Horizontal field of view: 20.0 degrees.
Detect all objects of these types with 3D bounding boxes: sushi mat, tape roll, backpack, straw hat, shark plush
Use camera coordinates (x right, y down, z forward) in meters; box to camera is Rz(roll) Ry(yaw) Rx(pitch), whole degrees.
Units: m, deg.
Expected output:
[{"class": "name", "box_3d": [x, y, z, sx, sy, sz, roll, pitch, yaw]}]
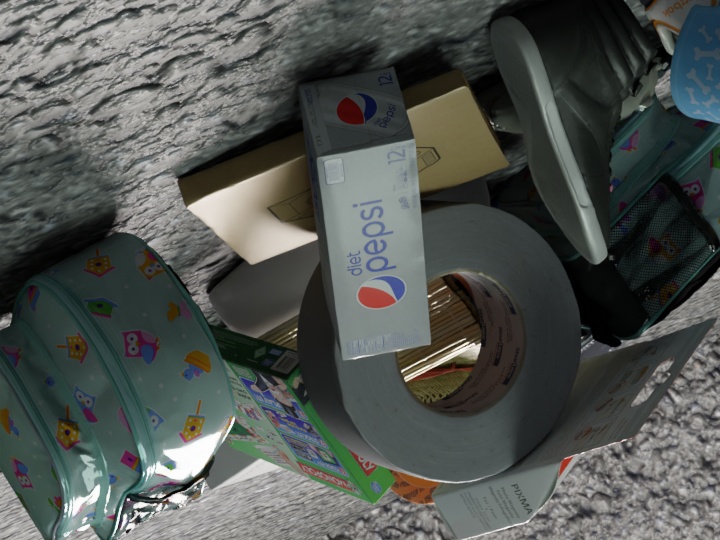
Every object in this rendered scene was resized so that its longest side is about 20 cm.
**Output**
[{"class": "sushi mat", "box_3d": [-0.001, 0.057, 1.564, 0.200, 0.096, 0.012, -30, -159, 33]}, {"class": "tape roll", "box_3d": [0.058, 0.050, 1.469, 0.200, 0.201, 0.066, -21, -168, -24]}, {"class": "backpack", "box_3d": [0.217, -0.055, 1.574, 0.200, 0.153, 0.176, -34, -172, -12]}, {"class": "straw hat", "box_3d": [0.063, 0.099, 1.648, 0.201, 0.085, 0.201, -5, 175, 0]}, {"class": "shark plush", "box_3d": [0.165, -0.145, 1.472, 0.200, 0.091, 0.083, -35, -160, -35]}, {"class": "backpack", "box_3d": [-0.175, 0.079, 1.364, 0.153, 0.176, 0.200, -23, 164, -34]}]

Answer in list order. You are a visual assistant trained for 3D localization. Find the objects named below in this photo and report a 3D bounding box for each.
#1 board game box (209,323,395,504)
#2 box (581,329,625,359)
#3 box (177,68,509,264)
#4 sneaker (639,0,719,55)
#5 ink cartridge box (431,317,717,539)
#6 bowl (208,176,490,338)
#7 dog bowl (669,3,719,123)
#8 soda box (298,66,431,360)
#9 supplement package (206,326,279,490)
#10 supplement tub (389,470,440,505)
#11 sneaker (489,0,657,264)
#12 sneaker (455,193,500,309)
[{"class": "board game box", "box_3d": [-0.072, 0.103, 1.570, 0.029, 0.135, 0.200, -47, -148, -21]}, {"class": "box", "box_3d": [0.232, -0.010, 1.878, 0.197, 0.117, 0.200, -40, 167, 2]}, {"class": "box", "box_3d": [-0.008, -0.066, 1.377, 0.200, 0.021, 0.163, -21, 162, 8]}, {"class": "sneaker", "box_3d": [0.231, -0.180, 1.353, 0.078, 0.080, 0.200, -34, 167, 27]}, {"class": "ink cartridge box", "box_3d": [0.166, 0.118, 1.515, 0.200, 0.057, 0.163, -17, -159, 41]}, {"class": "bowl", "box_3d": [0.000, 0.000, 1.632, 0.199, 0.075, 0.200, -12, 163, -46]}, {"class": "dog bowl", "box_3d": [0.266, -0.176, 1.262, 0.111, 0.050, 0.200, 13, 106, -53]}, {"class": "soda box", "box_3d": [0.004, -0.033, 1.307, 0.063, 0.068, 0.200, -11, 140, -4]}, {"class": "supplement package", "box_3d": [-0.055, 0.104, 1.839, 0.200, 0.118, 0.117, -14, 165, -43]}, {"class": "supplement tub", "box_3d": [0.102, 0.138, 1.805, 0.122, 0.123, 0.200, -34, 168, 33]}, {"class": "sneaker", "box_3d": [0.160, -0.099, 1.359, 0.099, 0.200, 0.071, -29, -147, -13]}, {"class": "sneaker", "box_3d": [0.104, 0.005, 1.711, 0.111, 0.077, 0.200, -37, -160, 31]}]
